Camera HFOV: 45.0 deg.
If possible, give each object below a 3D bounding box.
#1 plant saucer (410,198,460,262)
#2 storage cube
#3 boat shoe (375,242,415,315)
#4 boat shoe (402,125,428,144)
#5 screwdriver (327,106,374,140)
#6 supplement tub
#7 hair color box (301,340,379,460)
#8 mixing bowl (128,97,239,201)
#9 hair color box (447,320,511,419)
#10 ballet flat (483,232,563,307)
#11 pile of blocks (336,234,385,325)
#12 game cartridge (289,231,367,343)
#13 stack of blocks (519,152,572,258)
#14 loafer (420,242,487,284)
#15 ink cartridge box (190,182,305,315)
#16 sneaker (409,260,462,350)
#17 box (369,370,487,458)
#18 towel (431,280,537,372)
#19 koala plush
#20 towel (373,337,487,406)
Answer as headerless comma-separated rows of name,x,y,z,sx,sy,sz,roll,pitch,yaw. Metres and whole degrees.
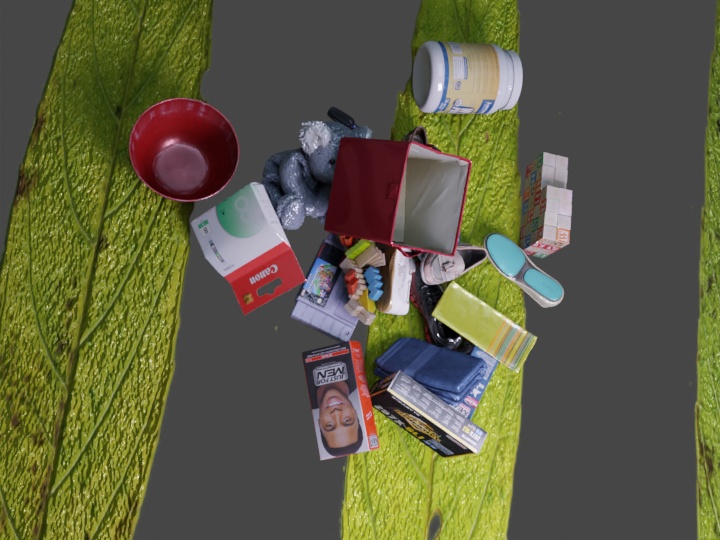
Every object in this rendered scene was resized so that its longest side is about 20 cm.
plant saucer,0.139,-0.086,1.720,0.201,0.039,0.202,7,82,-57
storage cube,0.064,-0.130,1.546,0.170,0.179,0.201,9,94,-44
boat shoe,0.073,-0.010,1.687,0.069,0.071,0.201,17,71,-33
boat shoe,0.113,-0.198,1.766,0.072,0.072,0.201,10,74,-13
screwdriver,0.014,-0.269,1.767,0.200,0.029,0.028,39,33,6
supplement tub,0.221,-0.400,1.810,0.199,0.145,0.145,-1,76,-15
hair color box,-0.037,0.238,1.596,0.101,0.061,0.201,-15,78,17
mixing bowl,-0.333,-0.209,1.627,0.199,0.108,0.201,4,75,-15
hair color box,0.208,0.201,1.674,0.060,0.100,0.201,32,69,-5
ballet flat,0.327,0.003,1.779,0.200,0.069,0.069,43,69,4
pile of blocks,0.000,0.000,1.636,0.082,0.062,0.201,-15,77,25
game cartridge,-0.043,0.027,1.687,0.129,0.038,0.201,28,70,-11
stack of blocks,0.387,-0.139,1.804,0.058,0.115,0.201,12,73,-12
loafer,0.184,-0.021,1.690,0.200,0.063,0.072,-23,106,-57
ink cartridge box,-0.210,-0.037,1.597,0.050,0.161,0.201,-8,72,-61
sneaker,0.148,0.069,1.694,0.071,0.098,0.201,-17,80,-17
box,0.116,0.268,1.599,0.200,0.160,0.049,36,70,-5
towel,0.236,0.105,1.645,0.200,0.018,0.086,34,65,-3
koala plush,-0.078,-0.201,1.629,0.177,0.200,0.184,-1,51,-41
towel,0.130,0.183,1.616,0.112,0.199,0.049,-37,126,-37
